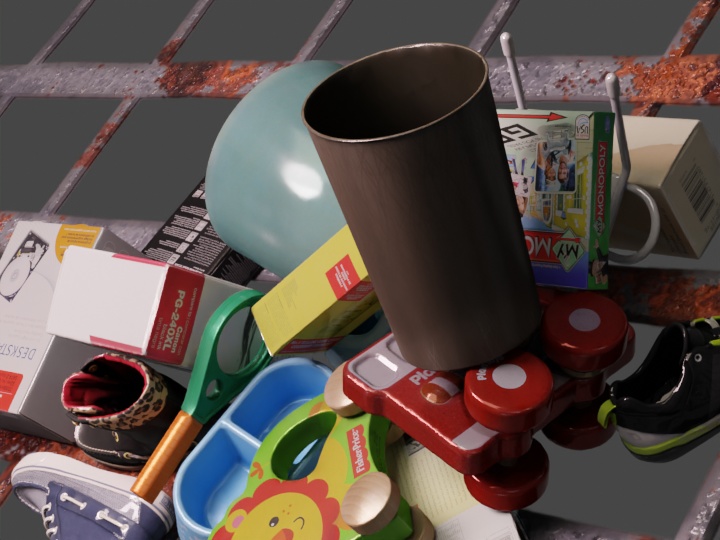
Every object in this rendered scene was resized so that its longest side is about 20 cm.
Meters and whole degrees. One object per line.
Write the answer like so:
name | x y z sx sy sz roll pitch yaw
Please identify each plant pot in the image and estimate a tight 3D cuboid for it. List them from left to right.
plant pot | -0.016 -0.066 1.616 0.200 0.201 0.161 -43 48 -10

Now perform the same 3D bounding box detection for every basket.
basket | 0.052 -0.042 1.292 0.135 0.202 0.180 -22 25 -6

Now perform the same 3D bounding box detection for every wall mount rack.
wall mount rack | 0.156 -0.089 1.439 0.199 0.074 0.176 28 109 41

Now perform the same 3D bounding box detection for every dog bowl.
dog bowl | -0.080 0.158 1.501 0.111 0.050 0.200 30 70 29

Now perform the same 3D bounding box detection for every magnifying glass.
magnifying glass | -0.132 0.106 1.506 0.022 0.080 0.201 22 76 39

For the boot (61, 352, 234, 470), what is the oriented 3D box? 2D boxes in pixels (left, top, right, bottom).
boot | -0.209 0.126 1.582 0.198 0.150 0.074 0 70 35

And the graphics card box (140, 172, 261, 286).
graphics card box | -0.137 -0.042 1.801 0.125 0.051 0.201 14 61 48

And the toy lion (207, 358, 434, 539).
toy lion | -0.045 0.191 1.392 0.191 0.069 0.201 -30 38 17

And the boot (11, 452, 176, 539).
boot | -0.260 0.223 1.586 0.198 0.073 0.091 3 45 41

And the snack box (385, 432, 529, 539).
snack box | 0.062 0.188 1.391 0.115 0.037 0.201 -29 37 10

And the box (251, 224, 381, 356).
box | 0.000 0.000 1.458 0.200 0.075 0.051 -38 66 35

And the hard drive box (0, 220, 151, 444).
hard drive box | -0.312 0.058 1.769 0.155 0.077 0.202 4 66 46

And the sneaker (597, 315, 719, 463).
sneaker | 0.266 0.065 1.321 0.199 0.083 0.072 -38 36 -3

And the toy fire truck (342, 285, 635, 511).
toy fire truck | 0.106 0.072 1.363 0.199 0.113 0.167 -34 52 -29

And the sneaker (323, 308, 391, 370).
sneaker | 0.052 0.038 1.529 0.198 0.082 0.074 -25 39 17

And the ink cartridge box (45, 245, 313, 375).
ink cartridge box | -0.154 0.047 1.585 0.144 0.199 0.084 8 82 44

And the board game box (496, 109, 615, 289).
board game box | 0.114 -0.060 1.416 0.199 0.029 0.136 6 95 46

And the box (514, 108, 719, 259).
box | 0.208 -0.077 1.519 0.199 0.095 0.078 8 54 46
